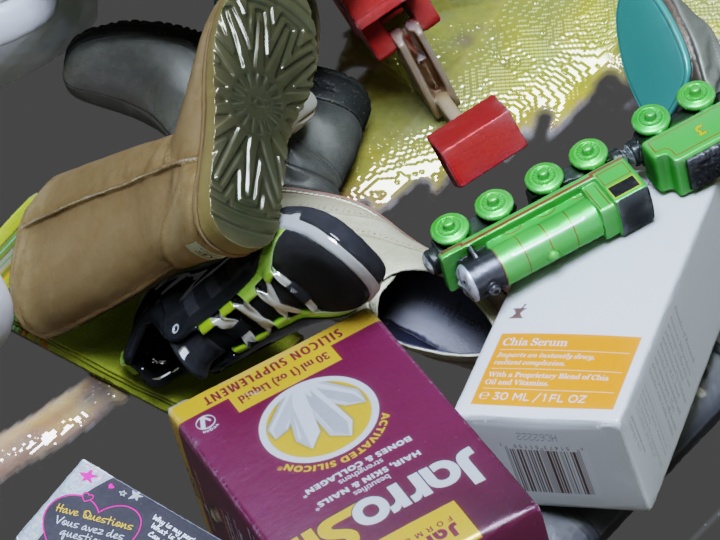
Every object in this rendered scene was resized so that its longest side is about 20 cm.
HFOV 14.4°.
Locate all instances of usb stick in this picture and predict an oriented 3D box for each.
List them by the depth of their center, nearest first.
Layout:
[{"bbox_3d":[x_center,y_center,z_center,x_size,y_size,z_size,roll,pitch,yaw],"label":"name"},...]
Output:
[{"bbox_3d":[0.137,0.109,1.574,0.055,0.033,0.200,34,63,26],"label":"usb stick"}]

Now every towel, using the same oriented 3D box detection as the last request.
[{"bbox_3d":[-0.138,0.024,1.666,0.199,0.018,0.086,26,61,21],"label":"towel"}]

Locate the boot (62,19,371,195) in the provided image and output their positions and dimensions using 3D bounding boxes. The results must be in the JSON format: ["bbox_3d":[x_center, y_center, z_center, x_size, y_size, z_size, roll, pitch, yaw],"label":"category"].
[{"bbox_3d":[-0.097,-0.071,1.701,0.199,0.068,0.131,12,57,7],"label":"boot"}]

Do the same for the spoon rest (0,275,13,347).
[{"bbox_3d":[-0.295,0.028,1.638,0.199,0.100,0.061,-12,36,11],"label":"spoon rest"}]

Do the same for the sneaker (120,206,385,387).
[{"bbox_3d":[-0.063,0.027,1.564,0.072,0.200,0.083,41,58,-22],"label":"sneaker"}]

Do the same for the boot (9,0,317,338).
[{"bbox_3d":[-0.117,-0.064,1.592,0.066,0.200,0.176,28,62,-30],"label":"boot"}]

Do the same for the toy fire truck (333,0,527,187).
[{"bbox_3d":[0.030,-0.134,1.716,0.049,0.141,0.200,-33,17,0],"label":"toy fire truck"}]

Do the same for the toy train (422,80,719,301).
[{"bbox_3d":[0.128,-0.041,1.578,0.199,0.042,0.056,-29,48,-9],"label":"toy train"}]

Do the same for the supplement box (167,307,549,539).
[{"bbox_3d":[0.002,0.132,1.494,0.130,0.104,0.200,-27,40,-14],"label":"supplement box"}]

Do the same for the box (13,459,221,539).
[{"bbox_3d":[-0.110,0.210,1.415,0.132,0.200,0.115,28,59,22],"label":"box"}]

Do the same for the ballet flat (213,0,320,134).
[{"bbox_3d":[-0.056,-0.121,1.669,0.070,0.067,0.201,18,59,-21],"label":"ballet flat"}]

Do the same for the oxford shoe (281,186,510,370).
[{"bbox_3d":[0.000,0.000,1.614,0.199,0.074,0.071,19,94,9],"label":"oxford shoe"}]

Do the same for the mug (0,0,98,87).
[{"bbox_3d":[-0.248,-0.166,1.717,0.174,0.148,0.200,-15,23,-11],"label":"mug"}]

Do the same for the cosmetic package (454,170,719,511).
[{"bbox_3d":[0.135,0.035,1.573,0.101,0.071,0.200,0,43,27],"label":"cosmetic package"}]

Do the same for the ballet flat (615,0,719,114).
[{"bbox_3d":[0.210,-0.093,1.708,0.063,0.068,0.201,3,50,-28],"label":"ballet flat"}]
